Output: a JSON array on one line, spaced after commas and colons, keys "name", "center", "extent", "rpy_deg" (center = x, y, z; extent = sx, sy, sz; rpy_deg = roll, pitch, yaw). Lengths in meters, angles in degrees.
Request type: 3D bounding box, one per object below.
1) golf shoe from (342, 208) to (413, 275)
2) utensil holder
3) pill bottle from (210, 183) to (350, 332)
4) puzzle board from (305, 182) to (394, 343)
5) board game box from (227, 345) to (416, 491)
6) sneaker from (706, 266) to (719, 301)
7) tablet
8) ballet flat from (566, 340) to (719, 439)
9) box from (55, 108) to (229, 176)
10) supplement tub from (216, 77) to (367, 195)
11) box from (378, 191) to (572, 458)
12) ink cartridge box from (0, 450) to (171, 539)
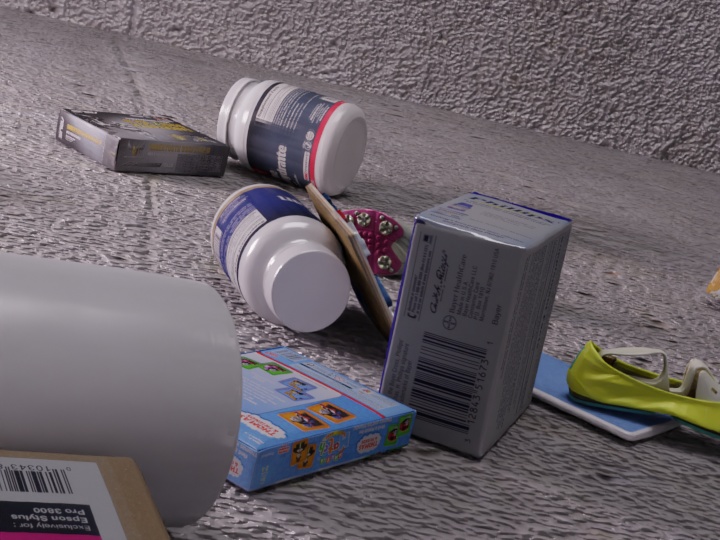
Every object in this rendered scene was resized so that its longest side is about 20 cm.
[{"name": "golf shoe", "center": [0.049, -0.026, 1.689], "extent": [0.197, 0.076, 0.092], "rpy_deg": [15, -2, -3]}, {"name": "utensil holder", "center": [-0.194, 0.075, 0.831], "extent": [0.198, 0.172, 0.170], "rpy_deg": [8, 15, -33]}, {"name": "pill bottle", "center": [-0.078, -0.010, 1.385], "extent": [0.110, 0.113, 0.200], "rpy_deg": [8, 15, -22]}, {"name": "puzzle board", "center": [0.000, 0.000, 1.384], "extent": [0.017, 0.152, 0.200], "rpy_deg": [-27, 21, -5]}, {"name": "board game box", "center": [-0.073, 0.110, 1.076], "extent": [0.150, 0.037, 0.199], "rpy_deg": [23, 16, 34]}, {"name": "sneaker", "center": [0.566, 0.027, 1.994], "extent": [0.087, 0.076, 0.199], "rpy_deg": [35, 24, 18]}, {"name": "tablet", "center": [0.212, 0.120, 1.365], "extent": [0.198, 0.014, 0.129], "rpy_deg": [25, 17, 34]}, {"name": "ballet flat", "center": [0.296, 0.113, 1.311], "extent": [0.197, 0.068, 0.067], "rpy_deg": [15, 13, -1]}, {"name": "box", "center": [-0.312, -0.184, 1.965], "extent": [0.198, 0.049, 0.157], "rpy_deg": [-1, 20, -45]}, {"name": "supplement tub", "center": [-0.102, -0.204, 2.059], "extent": [0.198, 0.142, 0.140], "rpy_deg": [19, 15, 21]}, {"name": "box", "center": [0.104, 0.040, 1.217], "extent": [0.104, 0.187, 0.200], "rpy_deg": [16, 13, 17]}, {"name": "ink cartridge box", "center": [-0.189, 0.158, 0.662], "extent": [0.198, 0.076, 0.165], "rpy_deg": [7, 21, -29]}]
